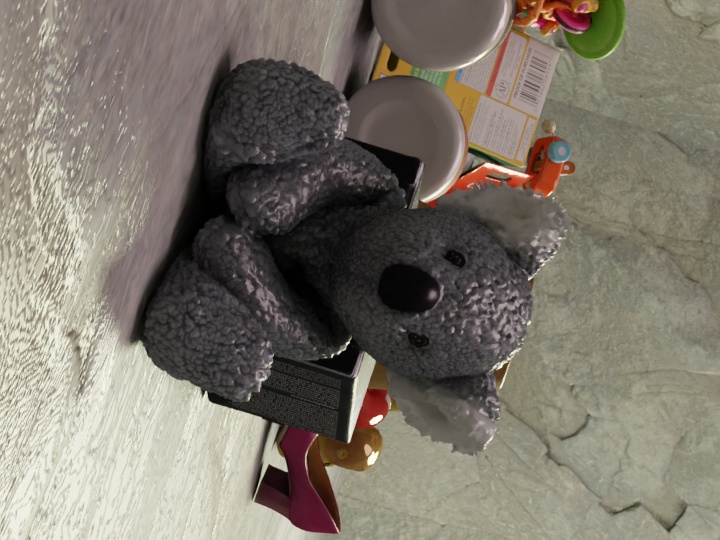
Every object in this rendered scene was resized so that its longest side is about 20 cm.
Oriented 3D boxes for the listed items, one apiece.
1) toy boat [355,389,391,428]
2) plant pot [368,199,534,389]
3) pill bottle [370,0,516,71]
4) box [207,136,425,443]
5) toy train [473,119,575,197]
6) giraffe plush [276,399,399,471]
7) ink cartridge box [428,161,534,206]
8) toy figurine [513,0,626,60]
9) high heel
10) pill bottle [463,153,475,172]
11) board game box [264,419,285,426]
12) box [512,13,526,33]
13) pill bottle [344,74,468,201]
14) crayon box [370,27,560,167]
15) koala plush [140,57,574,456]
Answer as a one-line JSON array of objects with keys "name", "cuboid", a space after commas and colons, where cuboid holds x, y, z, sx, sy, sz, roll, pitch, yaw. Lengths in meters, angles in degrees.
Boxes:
[{"name": "toy boat", "cuboid": [0.029, 0.051, 1.647, 0.131, 0.130, 0.200, -63, 167, -61]}, {"name": "plant pot", "cuboid": [0.031, 0.019, 1.466, 0.186, 0.199, 0.187, 17, 90, -85]}, {"name": "pill bottle", "cuboid": [0.074, -0.229, 1.577, 0.200, 0.116, 0.117, -51, 158, -80]}, {"name": "box", "cuboid": [-0.033, 0.012, 1.210, 0.200, 0.107, 0.149, 97, 11, -73]}, {"name": "toy train", "cuboid": [0.166, -0.074, 1.985, 0.200, 0.056, 0.151, -13, -123, 62]}, {"name": "giraffe plush", "cuboid": [-0.014, 0.142, 1.973, 0.162, 0.172, 0.200, -63, -149, 3]}, {"name": "ink cartridge box", "cuboid": [0.083, -0.039, 1.903, 0.109, 0.200, 0.050, 10, 55, -56]}, {"name": "toy figurine", "cuboid": [0.139, -0.289, 1.781, 0.150, 0.184, 0.200, -45, -118, 44]}, {"name": "high heel", "cuboid": [-0.038, 0.185, 1.848, 0.200, 0.096, 0.067, 112, 1, -46]}, {"name": "pill bottle", "cuboid": [0.063, -0.117, 1.946, 0.200, 0.111, 0.112, 102, 7, -58]}, {"name": "board game box", "cuboid": [-0.046, 0.048, 1.752, 0.200, 0.028, 0.136, -63, 170, -69]}, {"name": "box", "cuboid": [0.131, -0.303, 2.024, 0.200, 0.119, 0.042, -69, 173, -49]}, {"name": "pill bottle", "cuboid": [0.040, -0.113, 1.643, 0.200, 0.112, 0.112, -22, 129, -85]}, {"name": "crayon box", "cuboid": [0.090, -0.193, 1.807, 0.052, 0.200, 0.126, 12, -97, 58]}, {"name": "koala plush", "cuboid": [0.006, -0.001, 1.016, 0.184, 0.199, 0.178, 43, 64, -86]}]
